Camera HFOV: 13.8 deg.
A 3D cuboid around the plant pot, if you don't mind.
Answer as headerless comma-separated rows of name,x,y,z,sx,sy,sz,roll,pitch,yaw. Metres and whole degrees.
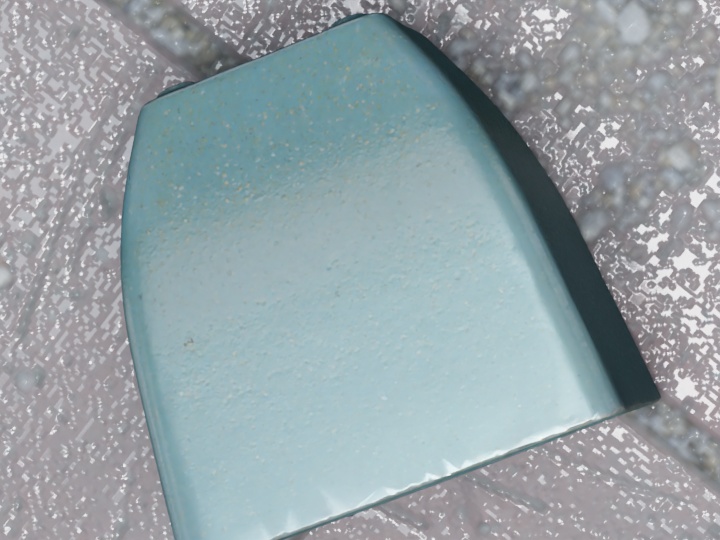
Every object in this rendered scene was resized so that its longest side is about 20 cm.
plant pot,0.000,0.000,1.304,0.196,0.196,0.200,-20,86,10
